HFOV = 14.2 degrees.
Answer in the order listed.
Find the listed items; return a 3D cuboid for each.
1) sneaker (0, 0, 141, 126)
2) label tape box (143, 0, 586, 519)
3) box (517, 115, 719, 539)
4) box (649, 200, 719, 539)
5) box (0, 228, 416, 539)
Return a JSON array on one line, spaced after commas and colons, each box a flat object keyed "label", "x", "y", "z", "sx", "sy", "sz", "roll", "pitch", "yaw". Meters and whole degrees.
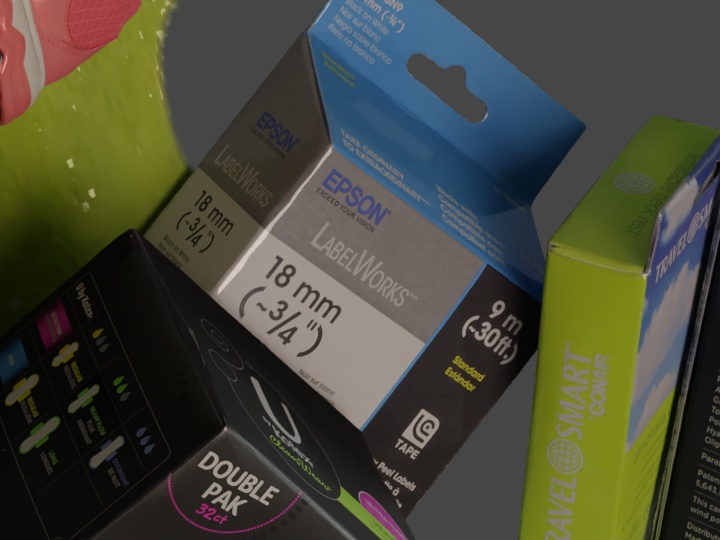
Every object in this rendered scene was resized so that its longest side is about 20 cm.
[{"label": "sneaker", "x": -0.122, "y": -0.152, "z": 0.976, "sx": 0.087, "sy": 0.074, "sz": 0.201, "roll": -30, "pitch": 130, "yaw": -30}, {"label": "label tape box", "x": 0.000, "y": 0.000, "z": 1.112, "sx": 0.144, "sy": 0.063, "sz": 0.200, "roll": 35, "pitch": 94, "yaw": -38}, {"label": "box", "x": 0.107, "y": 0.034, "z": 1.150, "sx": 0.122, "sy": 0.048, "sz": 0.201, "roll": -48, "pitch": 149, "yaw": -52}, {"label": "box", "x": 0.228, "y": 0.033, "z": 1.181, "sx": 0.200, "sy": 0.124, "sz": 0.197, "roll": -22, "pitch": 125, "yaw": -52}, {"label": "box", "x": -0.095, "y": 0.117, "z": 1.012, "sx": 0.200, "sy": 0.124, "sz": 0.149, "roll": -40, "pitch": 129, "yaw": 7}]
